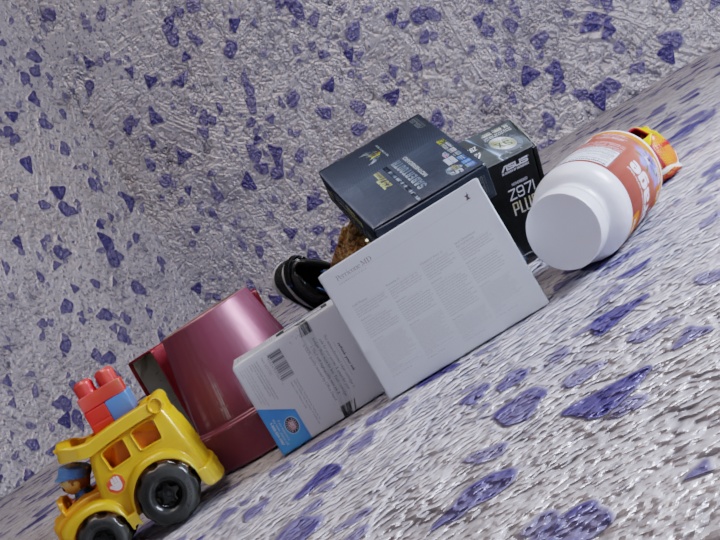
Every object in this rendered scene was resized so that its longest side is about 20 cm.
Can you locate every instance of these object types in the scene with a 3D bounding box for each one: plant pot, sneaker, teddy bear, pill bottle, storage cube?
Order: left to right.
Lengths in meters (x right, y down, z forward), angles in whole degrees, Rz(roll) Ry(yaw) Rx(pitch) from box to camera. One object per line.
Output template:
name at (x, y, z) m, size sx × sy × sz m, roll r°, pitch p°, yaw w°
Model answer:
storage cube at (-0.205, 0.154, 1.532) m, size 0.179 × 0.172 × 0.200 m, roll -32°, pitch 3°, yaw -26°
plant pot at (-0.153, 0.131, 1.344) m, size 0.198 × 0.180 × 0.200 m, roll -32°, pitch 4°, yaw 3°
sneaker at (-0.028, 0.044, 1.519) m, size 0.074 × 0.198 × 0.112 m, roll -69°, pitch 16°, yaw -14°
teddy bear at (0.000, 0.000, 1.385) m, size 0.201 × 0.066 × 0.147 m, roll 98°, pitch -173°, yaw -65°
pill bottle at (0.257, -0.076, 1.170) m, size 0.112 × 0.113 × 0.200 m, roll -29°, pitch 6°, yaw 37°
sneaker at (0.397, -0.167, 1.459) m, size 0.072 × 0.078 × 0.200 m, roll -33°, pitch 2°, yaw 7°

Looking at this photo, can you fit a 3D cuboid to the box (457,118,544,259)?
box at (0.146, -0.077, 1.399) m, size 0.198 × 0.165 × 0.086 m, roll -25°, pitch 36°, yaw -3°

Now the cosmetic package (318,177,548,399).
cosmetic package at (0.077, 0.018, 1.125) m, size 0.198 × 0.152 × 0.052 m, roll -31°, pitch 4°, yaw 5°

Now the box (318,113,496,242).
box at (0.053, -0.108, 1.301) m, size 0.156 × 0.051 × 0.200 m, roll -31°, pitch 33°, yaw -6°

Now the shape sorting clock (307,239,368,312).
shape sorting clock at (-0.016, -0.007, 1.697) m, size 0.200 × 0.039 × 0.200 m, roll -42°, pitch -9°, yaw -8°

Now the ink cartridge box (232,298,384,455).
ink cartridge box at (-0.033, 0.102, 1.200) m, size 0.198 × 0.117 × 0.068 m, roll -31°, pitch 5°, yaw -2°

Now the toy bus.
toy bus at (-0.282, 0.217, 1.203) m, size 0.199 × 0.193 × 0.136 m, roll -33°, pitch 6°, yaw -7°
